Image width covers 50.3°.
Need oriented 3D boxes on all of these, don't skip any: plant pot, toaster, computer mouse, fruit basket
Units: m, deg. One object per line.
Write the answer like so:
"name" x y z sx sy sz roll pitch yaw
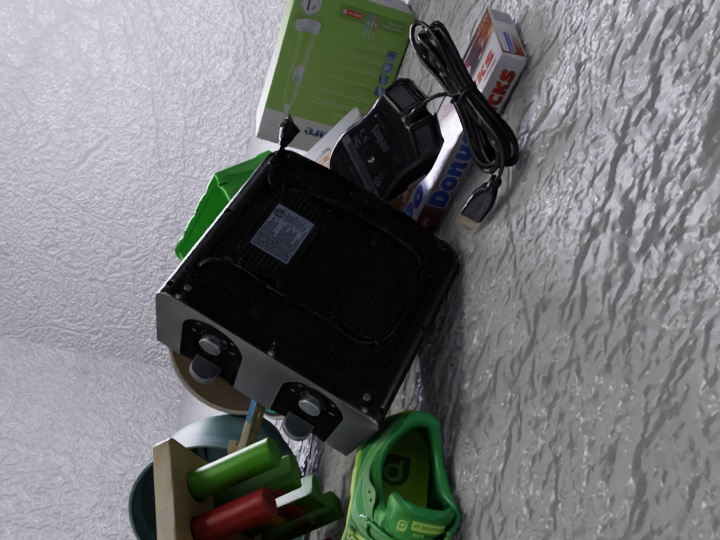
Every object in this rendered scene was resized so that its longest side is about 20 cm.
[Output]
"plant pot" -0.155 0.251 0.910 0.134 0.200 0.201 -80 9 -67
"toaster" -0.038 0.017 0.596 0.200 0.180 0.119 -59 0 -35
"computer mouse" 0.052 -0.086 0.609 0.141 0.046 0.200 60 144 14
"fruit basket" -0.132 -0.061 1.055 0.156 0.215 0.216 57 144 22

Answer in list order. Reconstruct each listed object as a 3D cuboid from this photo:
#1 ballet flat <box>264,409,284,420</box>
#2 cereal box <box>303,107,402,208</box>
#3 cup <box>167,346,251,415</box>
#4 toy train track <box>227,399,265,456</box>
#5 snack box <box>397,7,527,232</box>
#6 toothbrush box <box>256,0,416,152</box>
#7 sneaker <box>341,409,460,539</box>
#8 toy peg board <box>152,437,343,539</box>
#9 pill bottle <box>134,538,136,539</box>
"ballet flat" -0.053 0.135 0.805 0.200 0.069 0.070 -15 62 61
"cereal box" -0.035 -0.078 0.792 0.144 0.040 0.200 -40 28 16
"cup" -0.126 0.087 0.975 0.143 0.199 0.201 71 -153 -75
"toy train track" -0.101 0.093 0.759 0.115 0.032 0.201 63 -143 -62
"snack box" 0.078 -0.111 0.642 0.072 0.024 0.200 -95 22 -45
"toothbrush box" -0.036 -0.251 0.954 0.086 0.145 0.201 -104 29 -59
"sneaker" 0.021 0.184 0.505 0.084 0.074 0.201 118 160 -56
"toy peg board" -0.076 0.254 0.657 0.200 0.098 0.200 55 -167 -46
"pill bottle" -0.675 0.910 2.433 0.200 0.113 0.113 -111 37 -65
